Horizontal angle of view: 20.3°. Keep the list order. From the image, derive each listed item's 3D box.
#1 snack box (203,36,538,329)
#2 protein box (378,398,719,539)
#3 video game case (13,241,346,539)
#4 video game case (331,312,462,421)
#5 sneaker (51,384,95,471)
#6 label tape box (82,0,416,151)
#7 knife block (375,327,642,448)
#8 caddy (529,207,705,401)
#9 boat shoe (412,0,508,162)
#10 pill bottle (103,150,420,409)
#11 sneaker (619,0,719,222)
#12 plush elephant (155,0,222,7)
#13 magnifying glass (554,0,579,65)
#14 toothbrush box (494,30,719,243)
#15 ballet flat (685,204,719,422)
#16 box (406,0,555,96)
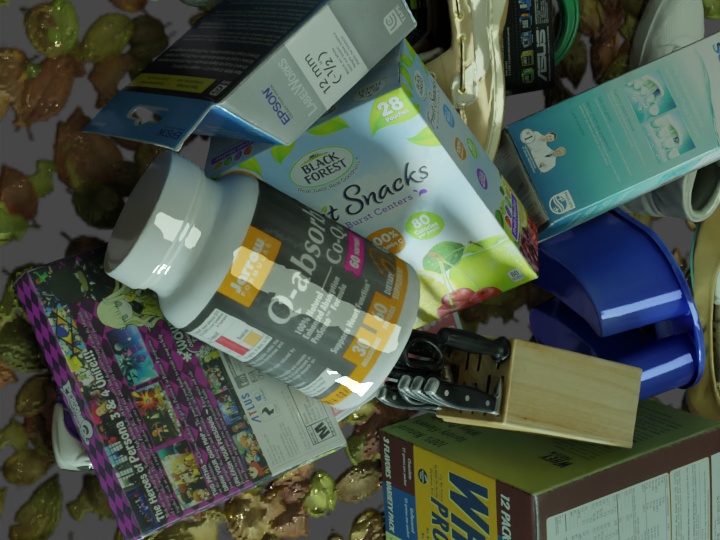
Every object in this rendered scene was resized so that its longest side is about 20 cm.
[{"bbox_3d":[0.010,-0.048,1.451,0.200,0.168,0.068,51,27,-32],"label":"snack box"},{"bbox_3d":[0.154,0.188,1.617,0.199,0.198,0.136,-15,109,-33],"label":"protein box"},{"bbox_3d":[-0.125,0.067,1.420,0.181,0.036,0.201,-22,84,-33],"label":"video game case"},{"bbox_3d":[0.000,0.000,1.569,0.143,0.017,0.201,-32,118,-27],"label":"video game case"},{"bbox_3d":[-0.132,0.095,1.459,0.199,0.080,0.084,-5,91,-40],"label":"sneaker"},{"bbox_3d":[-0.078,-0.134,1.392,0.200,0.143,0.066,-46,119,-20],"label":"label tape box"},{"bbox_3d":[0.112,0.084,1.464,0.198,0.176,0.065,9,85,1],"label":"knife block"},{"bbox_3d":[0.209,0.024,1.629,0.104,0.200,0.142,-20,116,-14],"label":"caddy"},{"bbox_3d":[0.066,-0.159,1.482,0.069,0.074,0.202,-2,104,-17],"label":"boat shoe"},{"bbox_3d":[-0.068,0.005,1.383,0.199,0.116,0.117,28,84,-19],"label":"pill bottle"},{"bbox_3d":[0.280,-0.139,1.686,0.073,0.115,0.202,6,96,-36],"label":"sneaker"},{"bbox_3d":[-0.114,-0.291,1.337,0.200,0.155,0.165,-44,175,18],"label":"plush elephant"},{"bbox_3d":[0.103,-0.163,1.607,0.200,0.022,0.080,-46,124,-21],"label":"magnifying glass"},{"bbox_3d":[0.203,-0.100,1.549,0.199,0.146,0.086,-25,85,-9],"label":"toothbrush box"},{"bbox_3d":[0.334,0.040,1.805,0.068,0.063,0.202,-9,107,-36],"label":"ballet flat"},{"bbox_3d":[0.058,-0.225,1.527,0.192,0.047,0.202,-12,105,-28],"label":"box"}]
